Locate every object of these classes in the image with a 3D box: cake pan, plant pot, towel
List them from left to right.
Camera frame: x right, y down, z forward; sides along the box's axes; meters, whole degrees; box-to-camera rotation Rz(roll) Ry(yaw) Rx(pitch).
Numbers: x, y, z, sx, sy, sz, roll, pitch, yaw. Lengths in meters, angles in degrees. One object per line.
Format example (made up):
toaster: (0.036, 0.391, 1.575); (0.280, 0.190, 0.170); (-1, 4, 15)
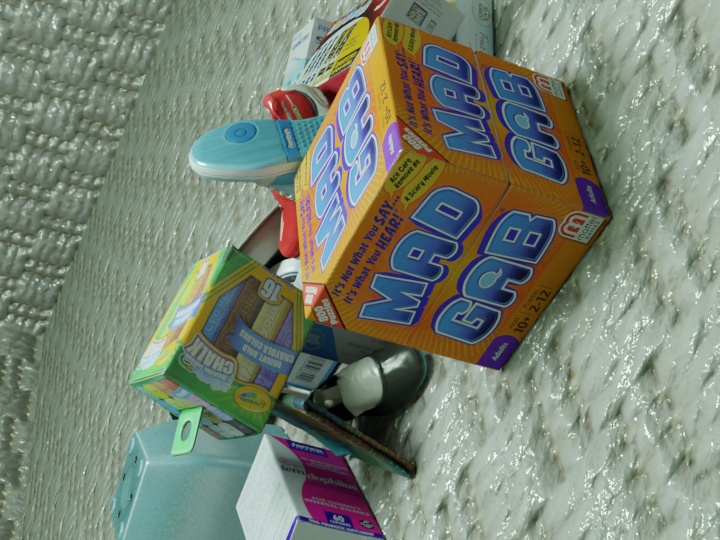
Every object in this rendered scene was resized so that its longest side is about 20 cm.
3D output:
plant pot: (-0.200, 0.292, 1.671); (0.196, 0.199, 0.197); (-146, 73, -69)
cake pan: (-0.115, -0.013, 1.595); (0.200, 0.037, 0.200); (-49, -6, -7)
towel: (-0.038, 0.168, 1.413); (0.022, 0.146, 0.200); (-61, 19, -11)

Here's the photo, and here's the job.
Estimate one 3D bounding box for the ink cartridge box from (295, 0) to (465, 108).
ink cartridge box: (0.000, -0.209, 1.457); (0.176, 0.084, 0.200); (-61, 18, -19)

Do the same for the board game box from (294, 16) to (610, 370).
board game box: (0.072, -0.067, 1.210); (0.200, 0.199, 0.200); (-98, 31, -47)

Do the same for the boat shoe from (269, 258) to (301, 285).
boat shoe: (-0.095, 0.058, 1.571); (0.200, 0.071, 0.068); (131, 149, -49)

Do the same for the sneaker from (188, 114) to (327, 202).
sneaker: (-0.070, -0.087, 1.361); (0.131, 0.199, 0.080); (88, 176, -46)

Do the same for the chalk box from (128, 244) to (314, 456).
chalk box: (-0.151, 0.096, 1.388); (0.124, 0.124, 0.201); (-20, 39, 60)

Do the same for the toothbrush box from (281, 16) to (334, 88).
toothbrush box: (-0.025, -0.188, 1.644); (0.085, 0.146, 0.201); (161, 124, -67)

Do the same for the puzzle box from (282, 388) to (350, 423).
puzzle box: (-0.121, 0.143, 1.571); (0.133, 0.199, 0.026); (-178, 104, -71)

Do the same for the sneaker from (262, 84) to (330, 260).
sneaker: (-0.083, -0.106, 1.444); (0.077, 0.085, 0.201); (-129, 38, -57)

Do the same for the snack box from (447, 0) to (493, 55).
snack box: (0.092, -0.195, 1.470); (0.142, 0.053, 0.201); (-48, 31, 47)

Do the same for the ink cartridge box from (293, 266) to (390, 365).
ink cartridge box: (0.000, 0.000, 1.476); (0.068, 0.116, 0.201); (-121, 50, -64)

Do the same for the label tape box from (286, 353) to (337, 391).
label tape box: (-0.055, 0.030, 1.681); (0.144, 0.066, 0.200); (-57, 24, 36)

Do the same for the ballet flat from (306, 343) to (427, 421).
ballet flat: (-0.002, 0.131, 1.438); (0.200, 0.068, 0.068); (-37, 66, 56)

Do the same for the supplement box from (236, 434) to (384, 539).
supplement box: (-0.059, 0.274, 1.450); (0.200, 0.101, 0.104); (-129, 58, -66)

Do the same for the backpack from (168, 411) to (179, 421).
backpack: (-0.187, 0.128, 1.832); (0.201, 0.150, 0.177); (-66, 17, 1)
